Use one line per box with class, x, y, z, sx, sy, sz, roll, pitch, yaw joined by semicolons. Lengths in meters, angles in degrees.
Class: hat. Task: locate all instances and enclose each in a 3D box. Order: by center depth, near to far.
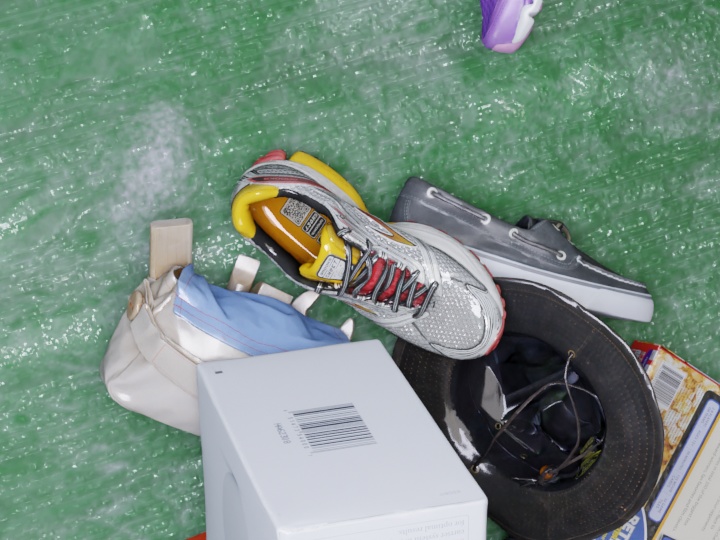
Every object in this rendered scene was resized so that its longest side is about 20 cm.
hat;0.123;0.082;1.354;0.081;0.200;0.202;-35;106;-54

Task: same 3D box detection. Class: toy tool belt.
toy tool belt;-0.061;0.051;1.286;0.199;0.125;0.123;21;95;-17

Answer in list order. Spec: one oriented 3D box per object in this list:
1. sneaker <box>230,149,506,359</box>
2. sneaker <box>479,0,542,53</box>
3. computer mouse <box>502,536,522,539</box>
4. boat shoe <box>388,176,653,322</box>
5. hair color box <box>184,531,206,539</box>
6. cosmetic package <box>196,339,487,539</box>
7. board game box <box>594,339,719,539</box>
sneaker;0.000;0.000;1.289;0.199;0.082;0.078;29;112;7
sneaker;0.082;-0.246;1.341;0.088;0.080;0.201;1;88;-10
computer mouse;0.069;0.271;1.387;0.059;0.034;0.201;32;89;-33
boat shoe;0.113;-0.012;1.363;0.199;0.069;0.057;16;88;-15
hair color box;-0.027;0.202;1.328;0.199;0.061;0.102;-21;103;-12
cosmetic package;-0.014;0.177;1.169;0.122;0.199;0.201;-6;116;-15
board game box;0.245;0.165;1.422;0.199;0.046;0.152;32;83;-16
